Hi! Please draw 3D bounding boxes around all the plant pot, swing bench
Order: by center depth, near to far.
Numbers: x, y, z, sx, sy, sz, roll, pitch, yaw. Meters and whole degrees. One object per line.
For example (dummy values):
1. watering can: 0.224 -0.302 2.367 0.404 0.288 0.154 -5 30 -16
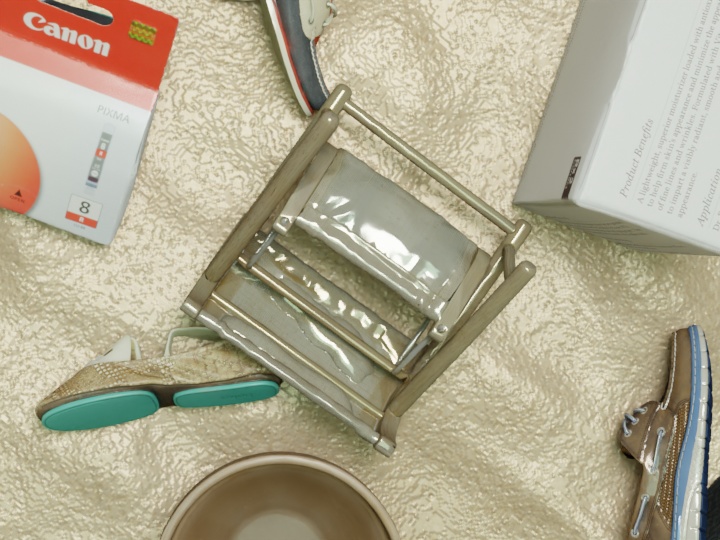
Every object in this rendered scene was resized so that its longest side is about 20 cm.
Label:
1. swing bench: 0.000 0.000 1.120 0.198 0.130 0.200 36 107 -6
2. plant pot: -0.065 0.241 1.139 0.199 0.093 0.202 0 90 -6

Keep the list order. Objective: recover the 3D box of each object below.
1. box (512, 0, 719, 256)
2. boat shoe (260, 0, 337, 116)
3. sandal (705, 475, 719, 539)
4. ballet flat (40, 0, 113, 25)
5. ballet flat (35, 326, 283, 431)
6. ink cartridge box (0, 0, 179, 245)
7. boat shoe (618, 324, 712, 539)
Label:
1. box: 0.227 -0.123 1.108 0.130 0.200 0.200 19 90 -8
2. boat shoe: -0.050 -0.219 1.121 0.062 0.071 0.201 -19 114 -6
3. sandal: 0.362 0.169 1.195 0.200 0.075 0.048 -42 112 -3
4. ballet flat: -0.274 -0.188 1.114 0.199 0.073 0.074 17 89 -9
5. ballet flat: -0.161 0.082 1.149 0.199 0.071 0.066 -7 65 -8
6. ink cartridge box: -0.237 -0.126 1.080 0.161 0.050 0.201 20 132 -6
7. boat shoe: 0.250 0.141 1.177 0.072 0.072 0.201 2 74 18
